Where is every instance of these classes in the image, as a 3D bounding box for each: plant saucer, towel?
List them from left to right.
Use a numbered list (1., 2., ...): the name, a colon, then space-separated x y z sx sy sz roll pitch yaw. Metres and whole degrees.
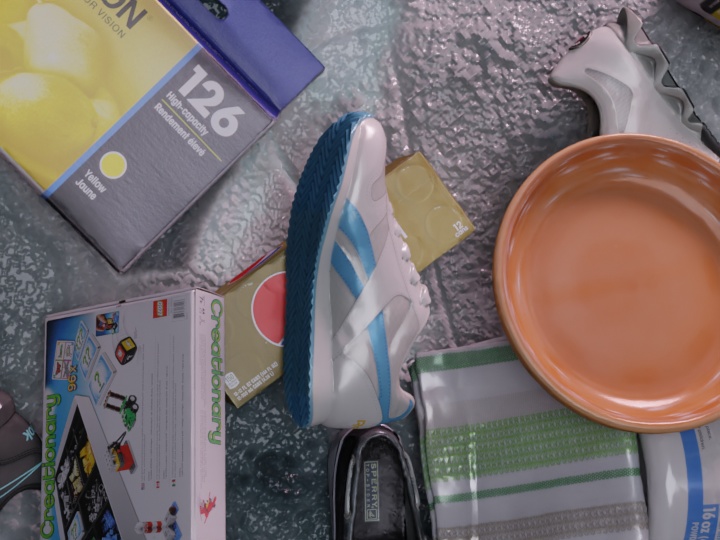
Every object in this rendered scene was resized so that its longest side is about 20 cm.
1. towel: 0.110 0.137 1.150 0.149 0.031 0.200 -13 72 22
2. plant saucer: 0.180 0.010 1.139 0.200 0.037 0.200 3 74 -10

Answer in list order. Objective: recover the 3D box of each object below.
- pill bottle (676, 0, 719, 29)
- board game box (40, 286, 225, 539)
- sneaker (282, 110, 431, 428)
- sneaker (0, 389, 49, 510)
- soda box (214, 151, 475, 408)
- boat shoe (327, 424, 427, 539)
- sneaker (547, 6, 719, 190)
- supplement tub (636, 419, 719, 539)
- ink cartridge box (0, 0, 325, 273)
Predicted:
1. pill bottle: 0.327 -0.186 1.217 0.200 0.114 0.114 30 84 -11
2. board game box: -0.143 0.118 1.095 0.035 0.126 0.200 20 65 -55
3. sneaker: 0.000 0.000 1.109 0.081 0.077 0.200 3 95 -20
4. sneaker: -0.281 0.165 1.109 0.200 0.075 0.079 -42 100 -9
5. soda box: -0.026 0.005 1.167 0.200 0.064 0.068 -37 96 -10
6. boat shoe: 0.018 0.202 1.174 0.074 0.068 0.200 0 90 -11
7. sneaker: 0.203 -0.075 1.218 0.088 0.074 0.200 -34 91 -1
8. supplement tub: 0.271 0.139 1.196 0.200 0.132 0.132 -2 90 -11
9. ink cartridge box: -0.156 -0.136 1.151 0.198 0.047 0.200 45 84 -8
